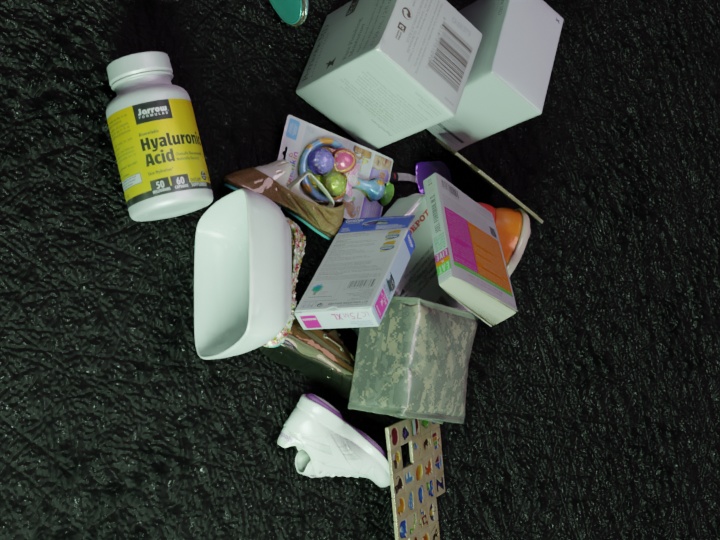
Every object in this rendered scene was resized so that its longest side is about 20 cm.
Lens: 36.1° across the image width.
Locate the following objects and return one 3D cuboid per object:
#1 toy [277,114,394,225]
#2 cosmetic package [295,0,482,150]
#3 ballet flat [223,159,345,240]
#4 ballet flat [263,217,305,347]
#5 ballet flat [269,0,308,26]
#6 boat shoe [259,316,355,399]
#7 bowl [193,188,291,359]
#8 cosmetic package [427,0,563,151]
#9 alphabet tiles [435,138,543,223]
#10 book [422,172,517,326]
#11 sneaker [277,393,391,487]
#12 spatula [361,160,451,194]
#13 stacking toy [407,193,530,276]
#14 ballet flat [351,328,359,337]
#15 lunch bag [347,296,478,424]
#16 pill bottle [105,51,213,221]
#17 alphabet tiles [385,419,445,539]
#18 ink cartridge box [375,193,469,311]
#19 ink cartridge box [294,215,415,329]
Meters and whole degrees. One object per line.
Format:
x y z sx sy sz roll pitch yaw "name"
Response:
-0.029 -0.144 1.632 0.200 0.047 0.116 20 78 -36 "toy"
0.042 -0.309 1.648 0.165 0.200 0.165 36 58 -28 "cosmetic package"
-0.099 -0.112 1.556 0.200 0.068 0.073 27 95 -31 "ballet flat"
-0.119 0.008 1.500 0.064 0.075 0.201 74 16 -51 "ballet flat"
-0.122 -0.464 1.644 0.074 0.074 0.201 -35 105 -40 "ballet flat"
-0.050 0.114 1.544 0.200 0.076 0.074 35 56 -29 "boat shoe"
-0.147 0.010 1.400 0.074 0.200 0.201 6 75 -28 "bowl"
0.203 -0.330 1.788 0.123 0.200 0.200 34 58 -29 "cosmetic package"
0.208 -0.145 1.786 0.200 0.166 0.006 35 97 -25 "alphabet tiles"
0.154 -0.035 1.593 0.133 0.048 0.201 33 37 -35 "book"
-0.036 0.255 1.535 0.200 0.075 0.100 42 80 -28 "sneaker"
0.065 -0.147 1.744 0.199 0.021 0.057 -3 82 -40 "spatula"
0.155 -0.066 1.754 0.199 0.146 0.147 25 62 -11 "stacking toy"
0.067 0.125 1.642 0.200 0.073 0.073 46 54 -22 "ballet flat"
0.086 0.127 1.546 0.200 0.117 0.165 17 78 -50 "lunch bag"
-0.263 -0.172 1.415 0.111 0.111 0.201 -12 85 -41 "pill bottle"
0.085 0.310 1.605 0.167 0.008 0.201 -9 95 -61 "alphabet tiles"
0.094 0.005 1.664 0.145 0.084 0.200 -49 111 -20 "ink cartridge box"
0.000 0.000 1.518 0.042 0.119 0.200 64 35 -35 "ink cartridge box"
